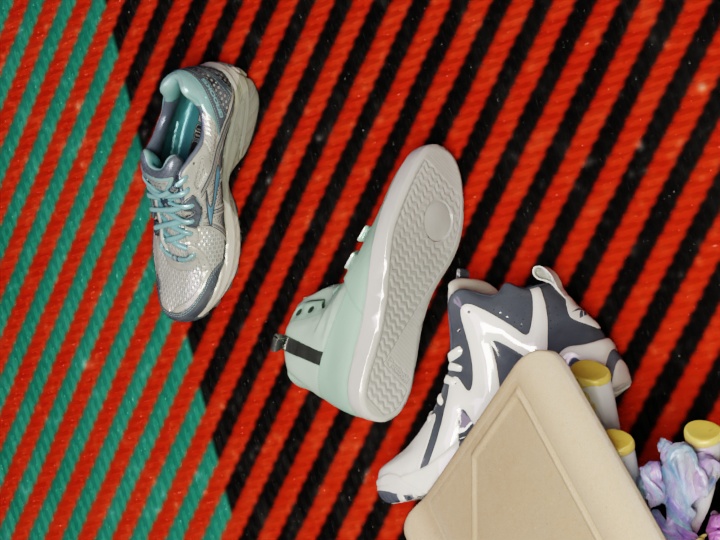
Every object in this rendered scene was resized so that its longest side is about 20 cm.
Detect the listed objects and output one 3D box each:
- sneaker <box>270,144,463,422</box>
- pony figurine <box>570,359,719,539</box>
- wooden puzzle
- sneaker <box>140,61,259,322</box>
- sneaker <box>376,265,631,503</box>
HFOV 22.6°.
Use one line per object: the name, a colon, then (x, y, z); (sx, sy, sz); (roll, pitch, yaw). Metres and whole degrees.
sneaker: (0.000, 0.000, 1.305); (0.118, 0.073, 0.202); (12, 84, 49)
pony figurine: (0.191, 0.181, 1.158); (0.193, 0.166, 0.201); (28, 135, 45)
wooden puzzle: (0.114, 0.178, 1.138); (0.200, 0.037, 0.186); (-57, 50, 41)
sneaker: (-0.139, -0.061, 1.369); (0.077, 0.086, 0.202); (9, 95, 29)
sneaker: (0.077, 0.070, 1.260); (0.199, 0.079, 0.130); (-34, 74, 25)
